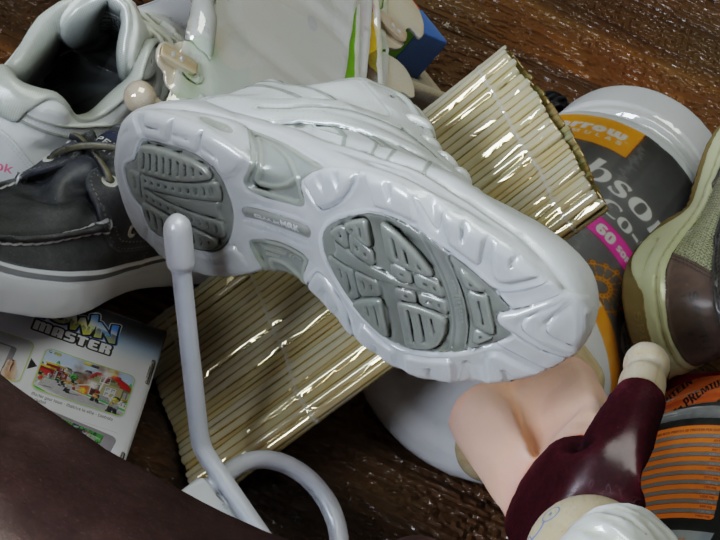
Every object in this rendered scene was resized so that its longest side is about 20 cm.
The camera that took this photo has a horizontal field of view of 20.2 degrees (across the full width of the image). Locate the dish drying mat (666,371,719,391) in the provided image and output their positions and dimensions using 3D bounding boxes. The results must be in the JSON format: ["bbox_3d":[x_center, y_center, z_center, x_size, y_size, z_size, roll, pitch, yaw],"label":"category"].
[{"bbox_3d":[0.212,0.119,0.892,0.077,0.018,0.200,-3,44,-37],"label":"dish drying mat"}]

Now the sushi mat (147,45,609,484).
[{"bbox_3d":[0.000,0.000,0.800,0.012,0.200,0.096,42,15,-47],"label":"sushi mat"}]

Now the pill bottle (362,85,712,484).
[{"bbox_3d":[0.087,-0.002,0.887,0.116,0.117,0.200,32,38,10],"label":"pill bottle"}]

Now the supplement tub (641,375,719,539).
[{"bbox_3d":[0.127,0.134,0.742,0.122,0.123,0.200,26,38,2],"label":"supplement tub"}]

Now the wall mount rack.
[{"bbox_3d":[-0.070,0.088,0.696,0.200,0.075,0.174,-34,89,-46],"label":"wall mount rack"}]

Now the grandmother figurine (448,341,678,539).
[{"bbox_3d":[0.067,0.079,0.687,0.060,0.122,0.200,17,9,-6],"label":"grandmother figurine"}]

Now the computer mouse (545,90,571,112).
[{"bbox_3d":[0.057,-0.048,0.984,0.034,0.059,0.200,52,38,6],"label":"computer mouse"}]

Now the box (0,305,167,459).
[{"bbox_3d":[-0.181,0.035,0.764,0.199,0.035,0.110,20,37,-5],"label":"box"}]

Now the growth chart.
[{"bbox_3d":[-0.028,-0.105,0.891,0.145,0.018,0.201,41,43,-31],"label":"growth chart"}]

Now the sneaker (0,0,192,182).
[{"bbox_3d":[-0.105,-0.087,0.898,0.078,0.100,0.200,30,38,8],"label":"sneaker"}]

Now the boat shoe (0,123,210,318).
[{"bbox_3d":[-0.100,-0.028,0.817,0.070,0.066,0.200,31,21,31],"label":"boat shoe"}]

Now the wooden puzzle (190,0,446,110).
[{"bbox_3d":[-0.040,-0.159,1.013,0.185,0.046,0.200,12,31,-52],"label":"wooden puzzle"}]

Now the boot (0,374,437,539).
[{"bbox_3d":[-0.052,0.082,0.616,0.166,0.072,0.200,42,20,7],"label":"boot"}]

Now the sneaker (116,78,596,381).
[{"bbox_3d":[0.010,-0.030,0.740,0.200,0.078,0.099,26,42,29],"label":"sneaker"}]

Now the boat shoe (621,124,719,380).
[{"bbox_3d":[0.173,-0.015,0.855,0.065,0.073,0.200,-6,27,33],"label":"boat shoe"}]
